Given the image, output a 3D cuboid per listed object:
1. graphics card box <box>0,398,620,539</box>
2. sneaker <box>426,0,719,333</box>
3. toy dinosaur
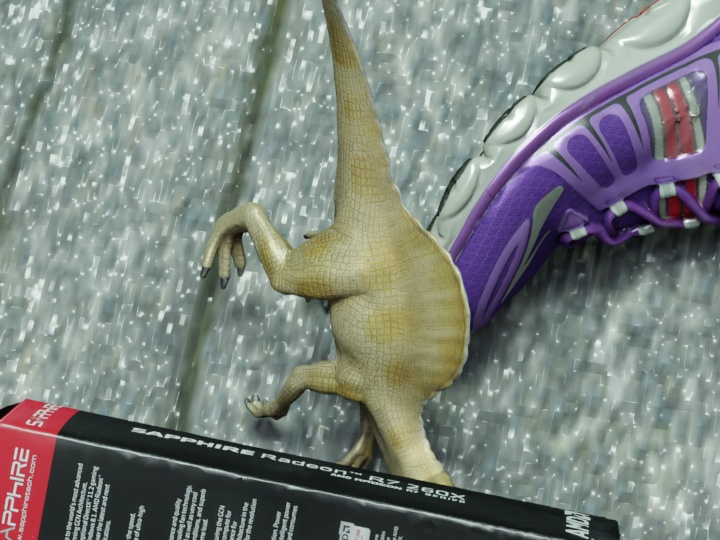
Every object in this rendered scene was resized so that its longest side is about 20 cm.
[{"bbox_3d":[-0.026,0.121,0.883,0.199,0.051,0.126,11,97,4],"label":"graphics card box"},{"bbox_3d":[0.103,-0.040,0.953,0.200,0.081,0.084,-37,79,-7],"label":"sneaker"},{"bbox_3d":[0.000,0.000,0.927,0.058,0.101,0.201,-16,101,-37],"label":"toy dinosaur"}]
